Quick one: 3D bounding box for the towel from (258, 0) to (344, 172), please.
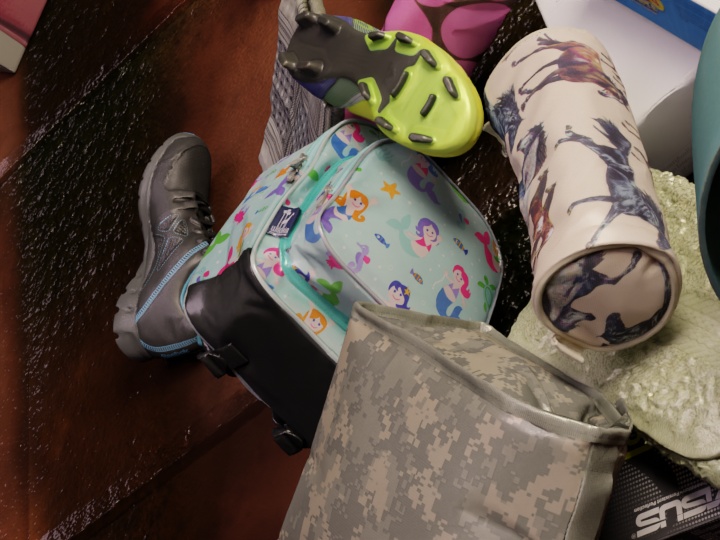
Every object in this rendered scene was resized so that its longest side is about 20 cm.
[{"bbox_3d":[-0.047,-0.111,1.274,0.200,0.035,0.193,-102,14,-44],"label":"towel"}]

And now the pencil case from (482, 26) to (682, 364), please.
[{"bbox_3d":[0.120,-0.045,0.944,0.200,0.078,0.089,-97,30,-46],"label":"pencil case"}]

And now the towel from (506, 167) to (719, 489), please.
[{"bbox_3d":[0.172,0.021,0.933,0.148,0.036,0.200,-59,36,1],"label":"towel"}]

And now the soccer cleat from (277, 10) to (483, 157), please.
[{"bbox_3d":[0.026,-0.117,1.077,0.200,0.084,0.065,33,99,50],"label":"soccer cleat"}]

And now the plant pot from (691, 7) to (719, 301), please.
[{"bbox_3d":[0.248,-0.076,0.794,0.201,0.201,0.161,-40,27,27],"label":"plant pot"}]

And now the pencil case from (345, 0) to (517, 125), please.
[{"bbox_3d":[0.047,-0.158,1.177,0.094,0.091,0.200,-53,-3,-43],"label":"pencil case"}]

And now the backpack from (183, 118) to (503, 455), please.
[{"bbox_3d":[0.000,0.000,1.100,0.151,0.178,0.200,-32,20,34],"label":"backpack"}]

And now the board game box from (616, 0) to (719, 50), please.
[{"bbox_3d":[0.248,-0.214,0.975,0.196,0.056,0.200,-43,45,-5],"label":"board game box"}]

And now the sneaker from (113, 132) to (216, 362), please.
[{"bbox_3d":[-0.141,-0.020,1.399,0.082,0.073,0.200,-4,70,31],"label":"sneaker"}]

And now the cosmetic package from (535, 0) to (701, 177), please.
[{"bbox_3d":[0.181,-0.157,1.079,0.102,0.074,0.200,-41,43,27],"label":"cosmetic package"}]

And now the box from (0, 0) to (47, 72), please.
[{"bbox_3d":[-0.414,-0.332,1.880,0.128,0.109,0.200,14,79,53],"label":"box"}]

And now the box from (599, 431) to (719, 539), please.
[{"bbox_3d":[0.144,0.103,0.980,0.200,0.044,0.160,-30,46,36],"label":"box"}]

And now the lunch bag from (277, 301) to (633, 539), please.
[{"bbox_3d":[0.062,0.126,0.913,0.200,0.118,0.164,32,107,54],"label":"lunch bag"}]
